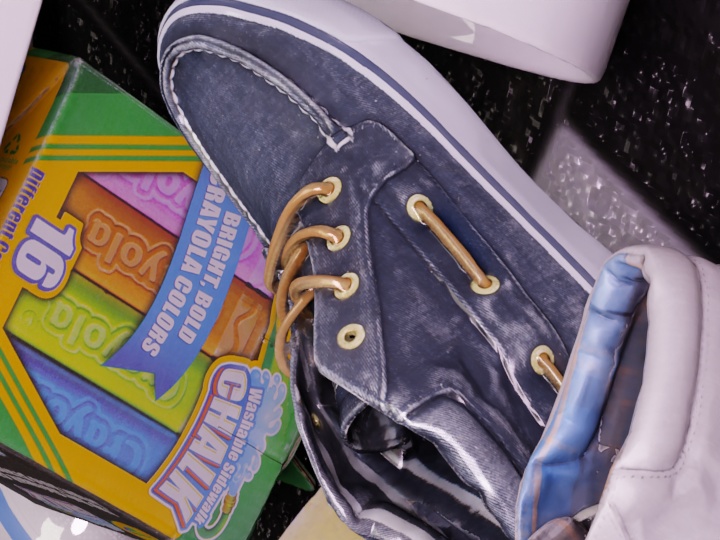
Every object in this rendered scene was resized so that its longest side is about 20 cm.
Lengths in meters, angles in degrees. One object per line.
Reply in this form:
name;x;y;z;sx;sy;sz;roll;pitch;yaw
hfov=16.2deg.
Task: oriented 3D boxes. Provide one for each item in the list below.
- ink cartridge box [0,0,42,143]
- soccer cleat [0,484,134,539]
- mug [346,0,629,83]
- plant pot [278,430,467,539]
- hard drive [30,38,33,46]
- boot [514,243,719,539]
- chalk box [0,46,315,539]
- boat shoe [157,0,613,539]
ink cartridge box;-0.189;-0.072;0.790;0.200;0.082;0.147;39;117;48
soccer cleat;-0.151;0.081;1.049;0.199;0.070;0.087;8;87;47
mug;0.044;-0.154;0.698;0.199;0.147;0.177;20;93;46
plant pot;0.043;0.144;0.744;0.142;0.200;0.201;36;125;17
hard drive;-0.195;-0.024;1.020;0.131;0.026;0.202;-6;75;19
boot;0.070;0.095;0.609;0.073;0.095;0.202;2;77;63
chalk box;-0.090;0.019;0.885;0.124;0.200;0.125;13;74;46
boat shoe;0.000;0.000;0.672;0.200;0.091;0.071;40;139;18
